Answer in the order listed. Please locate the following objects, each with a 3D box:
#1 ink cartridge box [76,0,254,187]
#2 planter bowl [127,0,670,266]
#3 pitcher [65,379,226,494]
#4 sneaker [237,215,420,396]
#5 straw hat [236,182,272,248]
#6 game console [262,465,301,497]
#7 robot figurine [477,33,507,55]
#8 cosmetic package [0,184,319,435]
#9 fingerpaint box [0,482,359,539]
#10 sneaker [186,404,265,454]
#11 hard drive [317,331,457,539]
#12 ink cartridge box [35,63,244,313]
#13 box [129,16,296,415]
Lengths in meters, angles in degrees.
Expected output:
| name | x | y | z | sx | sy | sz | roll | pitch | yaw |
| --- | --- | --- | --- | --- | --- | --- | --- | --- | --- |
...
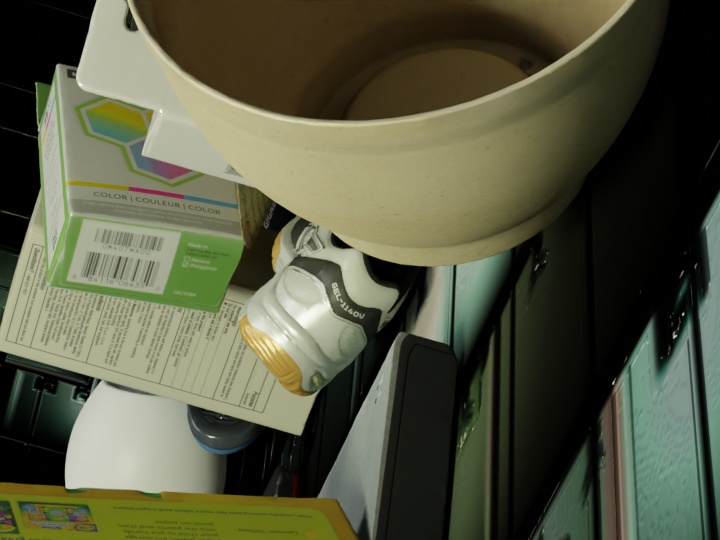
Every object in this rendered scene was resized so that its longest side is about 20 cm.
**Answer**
| name | x | y | z | sx | sy | sz | roll | pitch | yaw |
| --- | --- | --- | --- | --- | --- | --- | --- | --- | --- |
| ink cartridge box | -0.034 | -0.102 | 1.119 | 0.067 | 0.199 | 0.116 | 129 | 156 | -71 |
| planter bowl | 0.024 | -0.088 | 0.854 | 0.135 | 0.199 | 0.201 | 74 | -159 | -52 |
| pitcher | -0.161 | 0.181 | 1.746 | 0.172 | 0.121 | 0.201 | -41 | -42 | -78 |
| sneaker | 0.000 | 0.000 | 1.210 | 0.088 | 0.076 | 0.200 | -40 | 11 | 18 |
| straw hat | -0.018 | -0.111 | 1.273 | 0.201 | 0.085 | 0.202 | 2 | -90 | -87 |
| game console | -0.121 | 0.223 | 1.352 | 0.173 | 0.118 | 0.201 | 116 | 166 | -50 |
| robot figurine | 0.067 | -0.127 | 1.000 | 0.145 | 0.058 | 0.201 | -104 | 32 | -74 |
| cosmetic package | -0.113 | 0.019 | 1.397 | 0.071 | 0.199 | 0.105 | -84 | 15 | -53 |
| fingerpaint box | -0.087 | 0.153 | 0.878 | 0.167 | 0.199 | 0.074 | -127 | 45 | -62 |
| sneaker | -0.088 | 0.083 | 1.603 | 0.200 | 0.066 | 0.079 | -90 | 5 | -61 |
| hard drive | -0.005 | 0.144 | 1.046 | 0.200 | 0.033 | 0.140 | 114 | 168 | -45 |
| ink cartridge box | -0.135 | -0.066 | 1.357 | 0.200 | 0.103 | 0.059 | -103 | 28 | -49 |
| box | -0.102 | -0.043 | 1.508 | 0.199 | 0.050 | 0.200 | 49 | 136 | 33 |
